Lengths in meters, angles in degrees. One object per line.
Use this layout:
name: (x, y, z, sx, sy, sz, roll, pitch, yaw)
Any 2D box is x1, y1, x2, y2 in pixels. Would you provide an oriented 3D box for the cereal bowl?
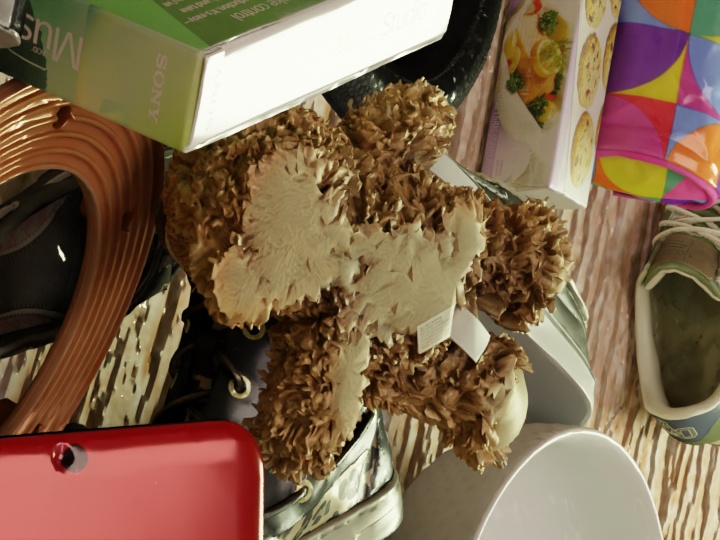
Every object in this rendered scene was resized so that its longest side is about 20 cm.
cereal bowl: (0.055, 0.162, 1.240, 0.200, 0.083, 0.201, -12, 104, -57)

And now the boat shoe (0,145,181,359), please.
boat shoe: (-0.101, -0.004, 1.000, 0.200, 0.057, 0.067, -26, 115, -53)

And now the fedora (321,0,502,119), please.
fedora: (-0.016, -0.144, 1.081, 0.200, 0.091, 0.202, 8, 80, -60)

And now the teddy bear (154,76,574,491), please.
teddy bear: (0.000, 0.000, 0.969, 0.200, 0.067, 0.146, 1, 100, -46)

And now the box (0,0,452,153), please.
box: (-0.089, -0.102, 0.879, 0.144, 0.199, 0.036, -28, 134, -52)

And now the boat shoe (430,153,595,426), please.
boat shoe: (0.044, -0.005, 1.224, 0.200, 0.070, 0.064, 54, 34, -44)

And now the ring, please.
ring: (-0.128, 0.022, 0.876, 0.201, 0.019, 0.201, -49, 160, -26)

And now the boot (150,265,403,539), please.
boot: (-0.058, 0.042, 1.001, 0.203, 0.073, 0.154, -19, 115, -50)

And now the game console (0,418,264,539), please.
game console: (-0.136, 0.139, 0.875, 0.199, 0.172, 0.119, -2, 65, -37)

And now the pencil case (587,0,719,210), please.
pencil case: (0.152, -0.130, 1.358, 0.088, 0.088, 0.201, 35, 65, -53)

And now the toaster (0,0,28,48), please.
toaster: (-0.163, -0.164, 0.769, 0.119, 0.180, 0.201, 26, 73, -54)

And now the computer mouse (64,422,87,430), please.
computer mouse: (-0.051, 0.129, 1.104, 0.200, 0.046, 0.141, 2, 91, -58)

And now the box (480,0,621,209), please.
box: (0.095, -0.129, 1.309, 0.041, 0.039, 0.201, 26, 72, -57)

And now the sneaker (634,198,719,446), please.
sneaker: (0.179, -0.010, 1.425, 0.090, 0.067, 0.201, 2, 95, -63)
